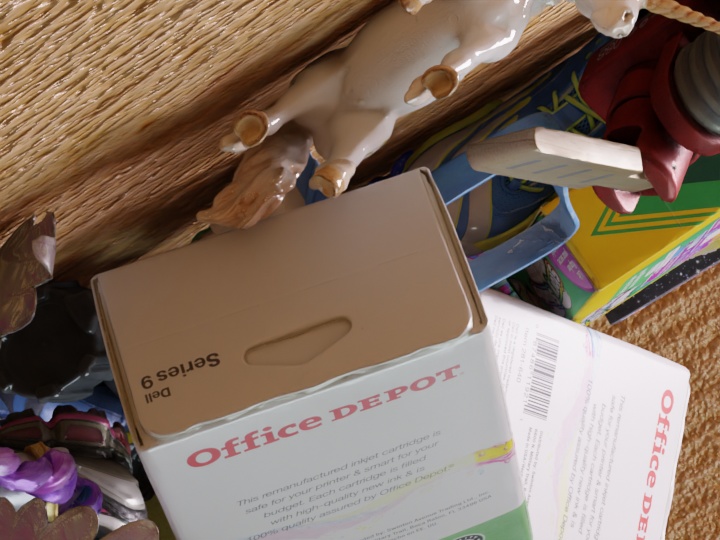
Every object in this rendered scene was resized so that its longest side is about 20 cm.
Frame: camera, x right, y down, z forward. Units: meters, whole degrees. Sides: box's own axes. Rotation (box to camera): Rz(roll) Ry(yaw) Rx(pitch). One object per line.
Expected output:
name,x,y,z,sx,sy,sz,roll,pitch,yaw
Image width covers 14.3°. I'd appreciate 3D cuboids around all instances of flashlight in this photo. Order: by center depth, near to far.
flashlight,-0.122,0.037,1.383,0.068,0.068,0.200,4,-178,16

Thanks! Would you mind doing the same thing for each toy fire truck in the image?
toy fire truck,0.145,-0.089,1.213,0.176,0.129,0.200,-35,-159,44

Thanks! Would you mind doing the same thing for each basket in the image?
basket,0.011,0.003,1.332,0.199,0.140,0.176,-26,163,-2

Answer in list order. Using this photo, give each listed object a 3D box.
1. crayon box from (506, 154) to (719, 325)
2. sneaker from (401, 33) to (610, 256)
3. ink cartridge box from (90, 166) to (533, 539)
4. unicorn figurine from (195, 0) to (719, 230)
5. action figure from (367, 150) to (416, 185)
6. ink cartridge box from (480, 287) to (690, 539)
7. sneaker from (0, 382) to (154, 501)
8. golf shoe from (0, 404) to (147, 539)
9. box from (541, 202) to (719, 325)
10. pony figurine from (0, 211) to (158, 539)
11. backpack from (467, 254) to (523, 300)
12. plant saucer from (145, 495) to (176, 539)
crayon box,0.168,-0.041,1.528,0.172,0.058,0.200,-32,173,-8
sneaker,0.102,-0.083,1.548,0.200,0.076,0.105,-31,161,-37
ink cartridge box,-0.016,0.062,1.184,0.145,0.088,0.200,-19,150,-2
unicorn figurine,0.031,-0.083,1.109,0.199,0.074,0.137,-17,-172,23
action figure,0.000,0.000,1.556,0.199,0.099,0.065,-24,171,-35
ink cartridge box,0.078,0.098,1.525,0.084,0.146,0.200,4,169,41
sneaker,-0.180,0.076,1.440,0.200,0.079,0.066,9,127,-51
golf shoe,-0.195,0.117,1.327,0.199,0.092,0.073,-5,143,-17
box,0.199,-0.077,1.692,0.199,0.137,0.038,-32,174,14
pony figurine,-0.176,0.081,1.135,0.199,0.168,0.193,-6,166,-26
backpack,0.037,0.050,1.654,0.126,0.168,0.200,11,-157,28
plant saucer,-0.125,0.121,1.523,0.199,0.200,0.031,-30,138,-2
